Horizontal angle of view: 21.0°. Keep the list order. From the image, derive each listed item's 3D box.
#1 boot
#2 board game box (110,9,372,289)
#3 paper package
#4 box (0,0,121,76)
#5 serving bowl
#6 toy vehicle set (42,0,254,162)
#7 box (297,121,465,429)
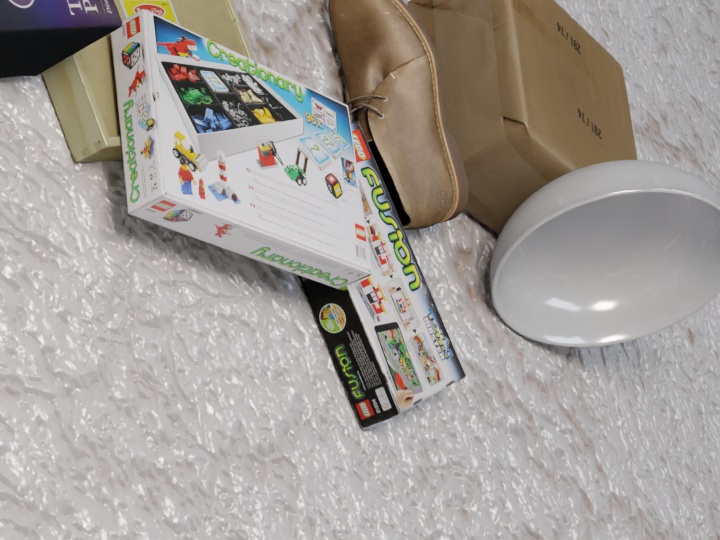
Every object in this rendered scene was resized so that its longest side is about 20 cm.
[{"bbox_3d":[0.016,-0.126,1.437,0.075,0.073,0.201,-20,89,-50],"label":"boot"},{"bbox_3d":[-0.072,-0.073,1.221,0.199,0.034,0.127,21,53,-48],"label":"board game box"},{"bbox_3d":[0.138,-0.126,1.593,0.200,0.103,0.192,32,43,-44],"label":"paper package"},{"bbox_3d":[-0.231,-0.210,1.065,0.141,0.079,0.201,-17,85,-58],"label":"box"},{"bbox_3d":[0.194,-0.023,1.524,0.200,0.199,0.066,33,35,-44],"label":"serving bowl"},{"bbox_3d":[-0.133,-0.135,1.236,0.200,0.026,0.125,-10,79,-60],"label":"toy vehicle set"},{"bbox_3d":[0.000,0.000,1.349,0.110,0.035,0.201,-20,87,-61],"label":"box"}]
